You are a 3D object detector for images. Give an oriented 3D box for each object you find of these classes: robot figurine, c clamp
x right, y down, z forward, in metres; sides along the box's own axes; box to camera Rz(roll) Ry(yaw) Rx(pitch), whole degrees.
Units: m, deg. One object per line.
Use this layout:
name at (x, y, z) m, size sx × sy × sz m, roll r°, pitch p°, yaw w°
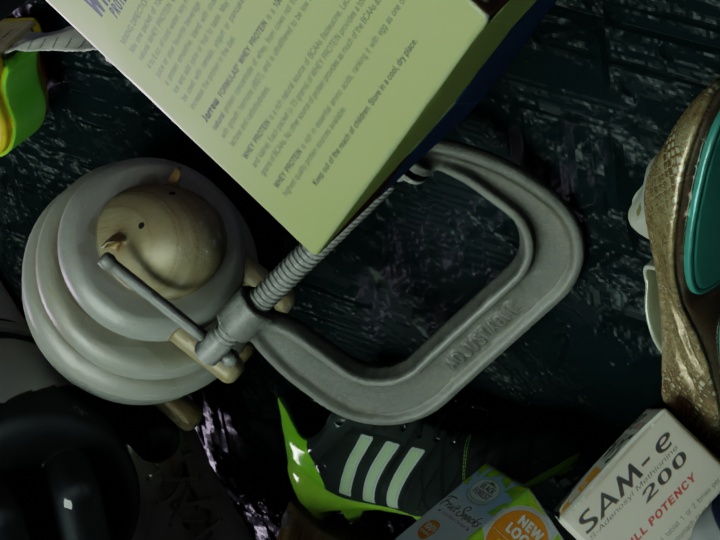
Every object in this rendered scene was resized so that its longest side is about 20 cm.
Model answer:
robot figurine at (-0.189, 0.103, 1.528) m, size 0.150 × 0.125 × 0.200 m, roll 22°, pitch -166°, yaw -29°
c clamp at (0.000, 0.000, 1.375) m, size 0.200 × 0.027 × 0.171 m, roll -38°, pitch 111°, yaw 27°

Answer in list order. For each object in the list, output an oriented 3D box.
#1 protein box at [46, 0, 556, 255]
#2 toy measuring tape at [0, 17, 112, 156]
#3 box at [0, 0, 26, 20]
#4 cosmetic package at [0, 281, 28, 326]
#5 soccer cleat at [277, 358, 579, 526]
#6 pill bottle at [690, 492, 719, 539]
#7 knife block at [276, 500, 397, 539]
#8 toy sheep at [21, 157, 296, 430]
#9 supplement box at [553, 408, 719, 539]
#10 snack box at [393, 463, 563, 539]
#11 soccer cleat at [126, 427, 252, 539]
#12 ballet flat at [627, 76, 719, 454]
protein box at (-0.019, -0.157, 1.238) m, size 0.200 × 0.135 × 0.199 m, roll 43°, pitch 144°, yaw 4°
toy measuring tape at (-0.173, -0.094, 1.503) m, size 0.199 × 0.074 × 0.074 m, roll 2°, pitch 125°, yaw 44°
box at (-0.253, -0.235, 1.410) m, size 0.199 × 0.124 × 0.197 m, roll 17°, pitch 136°, yaw 34°
cosmetic package at (-0.257, 0.052, 1.684) m, size 0.085 × 0.108 × 0.200 m, roll -12°, pitch 116°, yaw 48°
soccer cleat at (0.027, 0.087, 1.477) m, size 0.200 × 0.067 × 0.081 m, roll -8°, pitch 105°, yaw 48°
pill bottle at (0.209, 0.119, 1.203) m, size 0.120 × 0.120 × 0.200 m, roll 44°, pitch 104°, yaw 3°
knife block at (0.052, 0.193, 1.537) m, size 0.175 × 0.064 × 0.200 m, roll 16°, pitch -175°, yaw -18°
toy sheep at (-0.112, 0.010, 1.491) m, size 0.138 × 0.138 × 0.200 m, roll 45°, pitch 151°, yaw 2°
supplement box at (0.184, 0.156, 1.332) m, size 0.200 × 0.074 × 0.126 m, roll 44°, pitch 180°, yaw 3°
snack box at (0.068, 0.216, 1.405) m, size 0.200 × 0.142 × 0.053 m, roll 56°, pitch 167°, yaw -23°
soccer cleat at (-0.117, 0.107, 1.634) m, size 0.077 × 0.069 × 0.200 m, roll -28°, pitch 99°, yaw 49°
ballet flat at (0.148, -0.004, 1.275) m, size 0.065 × 0.070 × 0.201 m, roll 27°, pitch 137°, yaw 41°
